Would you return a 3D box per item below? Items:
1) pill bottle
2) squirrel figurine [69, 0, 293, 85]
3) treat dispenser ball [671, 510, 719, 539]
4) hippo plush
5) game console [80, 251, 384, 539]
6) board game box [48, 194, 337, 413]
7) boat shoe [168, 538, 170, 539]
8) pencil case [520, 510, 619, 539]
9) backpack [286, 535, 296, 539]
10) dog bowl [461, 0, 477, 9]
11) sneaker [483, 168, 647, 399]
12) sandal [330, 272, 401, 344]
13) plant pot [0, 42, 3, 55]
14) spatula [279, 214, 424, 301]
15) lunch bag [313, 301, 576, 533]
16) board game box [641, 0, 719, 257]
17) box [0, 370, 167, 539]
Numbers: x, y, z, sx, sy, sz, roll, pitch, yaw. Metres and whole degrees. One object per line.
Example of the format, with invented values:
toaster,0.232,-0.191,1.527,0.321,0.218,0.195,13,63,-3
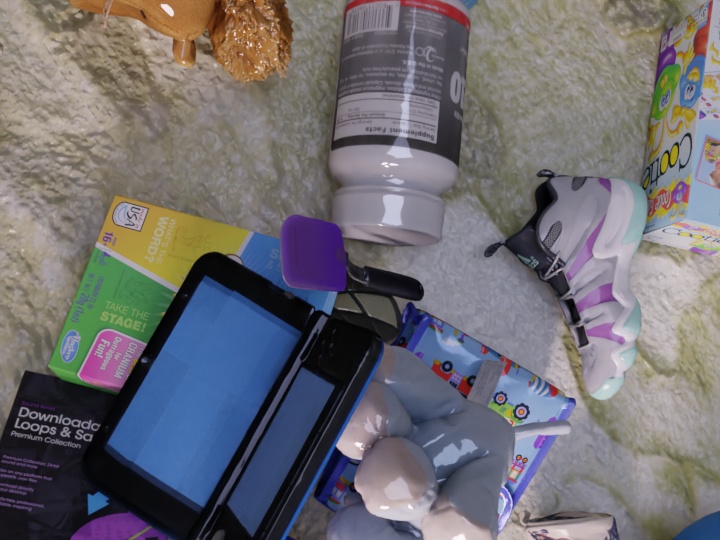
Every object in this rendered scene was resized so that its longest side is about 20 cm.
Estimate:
pill bottle,0.032,-0.128,0.905,0.112,0.114,0.204,7,82,-10
squirrel figurine,-0.131,-0.233,0.843,0.198,0.187,0.143,15,110,-29
treat dispenser ball,0.331,0.296,0.866,0.197,0.201,0.205,1,82,-11
hippo plush,0.029,0.158,0.806,0.159,0.161,0.200,42,35,7
game console,-0.097,0.100,0.746,0.117,0.170,0.202,31,83,-17
board game box,-0.128,0.038,0.849,0.197,0.040,0.155,14,71,7
boat shoe,-0.092,0.157,0.863,0.199,0.076,0.072,-41,92,-13
pencil case,0.191,0.301,0.900,0.088,0.078,0.203,-11,84,12
backpack,-0.074,0.306,0.803,0.160,0.168,0.203,-9,87,-18
dog bowl,0.032,-0.307,0.961,0.197,0.050,0.113,19,80,-8
sneaker,0.175,0.007,0.942,0.138,0.078,0.203,10,72,-8
sandal,-0.064,0.052,0.894,0.198,0.057,0.081,-13,69,-3
plant pot,-0.366,-0.076,0.793,0.197,0.200,0.187,-3,95,-11
spatula,0.000,0.000,0.844,0.020,0.199,0.057,-14,73,28
lunch bag,0.063,0.155,0.901,0.149,0.094,0.202,29,91,-8
board game box,0.330,-0.125,0.969,0.103,0.103,0.203,12,80,-10
box,-0.212,0.174,0.802,0.141,0.036,0.202,13,42,-10
